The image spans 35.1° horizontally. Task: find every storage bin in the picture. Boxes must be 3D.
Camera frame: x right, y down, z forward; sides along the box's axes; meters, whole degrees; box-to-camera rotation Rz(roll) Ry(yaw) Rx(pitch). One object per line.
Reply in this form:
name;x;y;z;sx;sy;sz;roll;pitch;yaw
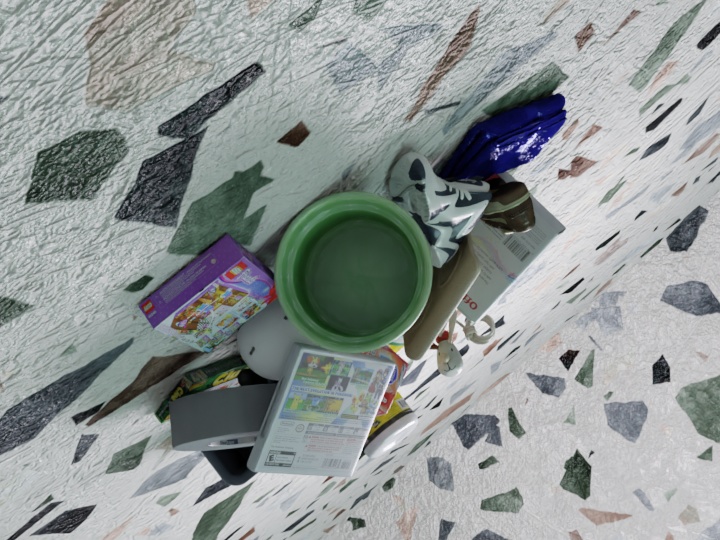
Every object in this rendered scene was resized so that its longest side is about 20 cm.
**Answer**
storage bin;-0.157;0.264;1.920;0.200;0.146;0.134;-39;174;1

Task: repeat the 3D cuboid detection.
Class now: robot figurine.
robot figurine;-0.100;0.098;1.613;0.124;0.151;0.200;1;171;15

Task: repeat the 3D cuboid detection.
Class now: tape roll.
tape roll;-0.172;0.211;1.626;0.199;0.067;0.200;-8;167;-2

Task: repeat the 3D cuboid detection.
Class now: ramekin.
ramekin;-0.003;0.005;1.452;0.200;0.200;0.098;-39;171;3

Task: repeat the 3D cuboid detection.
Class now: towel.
towel;0.212;-0.179;1.664;0.199;0.050;0.148;-24;157;-40

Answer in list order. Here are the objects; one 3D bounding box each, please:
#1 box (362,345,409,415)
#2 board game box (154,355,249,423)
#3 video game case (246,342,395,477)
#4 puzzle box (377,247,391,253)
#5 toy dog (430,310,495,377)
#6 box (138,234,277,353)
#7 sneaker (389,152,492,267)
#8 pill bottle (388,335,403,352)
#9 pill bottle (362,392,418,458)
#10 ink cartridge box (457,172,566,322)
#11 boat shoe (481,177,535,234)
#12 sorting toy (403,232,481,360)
box;-0.032;0.167;1.746;0.200;0.103;0.095;-19;-144;53
board game box;-0.214;0.170;1.733;0.200;0.023;0.105;-17;150;-51
video game case;-0.051;0.197;1.574;0.199;0.022;0.183;15;99;-47
puzzle box;0.040;0.018;1.609;0.200;0.025;0.134;-34;140;-72
toy dog;0.117;0.068;1.876;0.132;0.200;0.096;-44;150;3
box;-0.179;0.034;1.417;0.137;0.039;0.200;-38;163;0
sneaker;0.117;-0.111;1.558;0.130;0.079;0.200;-44;135;-22
pill bottle;0.004;0.107;1.850;0.113;0.113;0.200;-21;163;-45
pill bottle;0.001;0.221;2.003;0.112;0.200;0.113;-35;163;-13
ink cartridge box;0.203;-0.040;1.809;0.200;0.146;0.083;-48;172;19
boat shoe;0.202;-0.086;1.659;0.074;0.075;0.202;-30;-169;-3
sorting toy;0.116;0.016;1.680;0.186;0.036;0.200;-58;-162;22
